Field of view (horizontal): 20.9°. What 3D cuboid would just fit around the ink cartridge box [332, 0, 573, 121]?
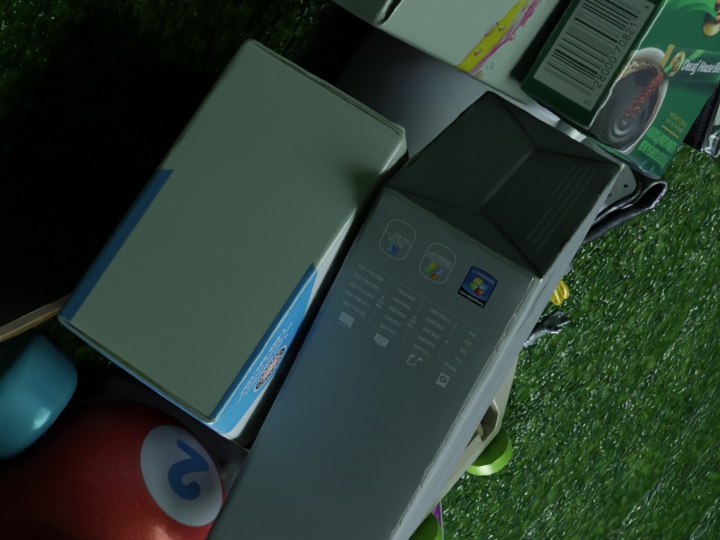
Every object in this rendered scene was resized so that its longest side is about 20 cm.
[{"bbox_3d":[0.036,-0.178,0.878,0.145,0.145,0.200,-58,153,7],"label":"ink cartridge box"}]

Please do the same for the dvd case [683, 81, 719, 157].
[{"bbox_3d":[0.215,-0.152,1.192,0.200,0.016,0.149,-111,-142,-79],"label":"dvd case"}]

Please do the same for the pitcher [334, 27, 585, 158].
[{"bbox_3d":[0.088,-0.100,1.024,0.200,0.171,0.121,-52,147,-7],"label":"pitcher"}]

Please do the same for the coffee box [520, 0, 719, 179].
[{"bbox_3d":[0.159,-0.147,0.906,0.200,0.044,0.123,-59,155,5],"label":"coffee box"}]

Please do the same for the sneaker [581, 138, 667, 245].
[{"bbox_3d":[0.158,-0.104,1.197,0.076,0.115,0.201,-1,122,-58],"label":"sneaker"}]

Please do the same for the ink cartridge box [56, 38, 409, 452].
[{"bbox_3d":[-0.046,-0.001,0.887,0.145,0.084,0.200,-57,171,-6],"label":"ink cartridge box"}]

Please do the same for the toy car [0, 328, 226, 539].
[{"bbox_3d":[-0.121,0.152,0.861,0.177,0.200,0.184,-47,110,-4],"label":"toy car"}]

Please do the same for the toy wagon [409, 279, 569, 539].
[{"bbox_3d":[0.042,0.064,1.083,0.200,0.040,0.155,-48,139,-23],"label":"toy wagon"}]

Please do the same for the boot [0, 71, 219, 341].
[{"bbox_3d":[-0.126,-0.011,0.898,0.200,0.074,0.076,-38,156,-35],"label":"boot"}]

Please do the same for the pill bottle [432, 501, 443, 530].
[{"bbox_3d":[-0.007,0.118,1.189,0.112,0.112,0.200,-42,150,-24],"label":"pill bottle"}]

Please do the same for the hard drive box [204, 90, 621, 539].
[{"bbox_3d":[0.026,0.038,0.881,0.200,0.077,0.156,-63,171,26],"label":"hard drive box"}]

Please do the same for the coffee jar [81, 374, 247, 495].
[{"bbox_3d":[-0.141,0.158,1.023,0.200,0.104,0.085,-57,163,7],"label":"coffee jar"}]

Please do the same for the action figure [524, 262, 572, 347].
[{"bbox_3d":[0.107,0.024,1.338,0.200,0.055,0.118,-56,157,12],"label":"action figure"}]
